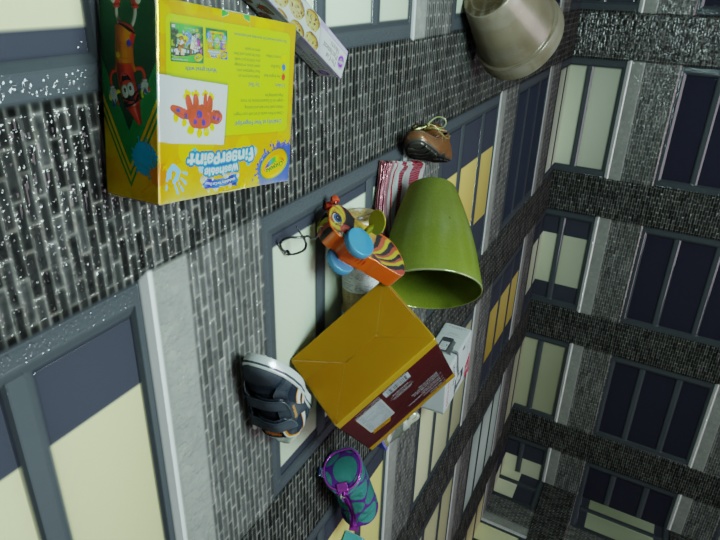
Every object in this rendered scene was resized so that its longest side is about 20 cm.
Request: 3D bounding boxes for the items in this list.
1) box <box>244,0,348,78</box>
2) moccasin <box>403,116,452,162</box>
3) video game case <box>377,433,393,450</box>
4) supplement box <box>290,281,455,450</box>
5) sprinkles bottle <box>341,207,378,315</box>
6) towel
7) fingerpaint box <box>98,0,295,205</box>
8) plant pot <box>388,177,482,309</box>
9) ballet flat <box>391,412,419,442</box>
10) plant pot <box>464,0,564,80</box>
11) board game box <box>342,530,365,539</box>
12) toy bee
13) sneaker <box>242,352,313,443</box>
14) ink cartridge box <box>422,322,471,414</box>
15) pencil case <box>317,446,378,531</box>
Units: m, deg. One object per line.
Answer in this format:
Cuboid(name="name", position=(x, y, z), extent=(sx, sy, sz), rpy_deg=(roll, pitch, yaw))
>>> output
Cuboid(name="box", position=(-0.074, -0.295, 0.722), extent=(0.199, 0.038, 0.042), rpy_deg=(24, 83, -66))
Cuboid(name="moccasin", position=(0.135, -0.254, 1.161), extent=(0.200, 0.072, 0.079), rpy_deg=(-11, 102, -60))
Cuboid(name="video game case", position=(0.053, 0.262, 1.288), extent=(0.183, 0.045, 0.201), rpy_deg=(-64, 153, -28))
Cuboid(name="supplement box", position=(0.029, 0.160, 0.984), extent=(0.197, 0.133, 0.200), rpy_deg=(-40, 149, -3))
Cuboid(name="sprinkles bottle", position=(0.000, 0.000, 1.006), extent=(0.068, 0.067, 0.203), rpy_deg=(-42, 139, -51))
Cuboid(name="towel", position=(0.078, -0.136, 1.149), extent=(0.199, 0.022, 0.147), rpy_deg=(-20, 117, -62))
Cuboid(name="fingerpaint box", position=(-0.150, -0.165, 0.588), extent=(0.199, 0.072, 0.170), rpy_deg=(-28, 127, -58))
Cuboid(name="plant pot", position=(0.126, -0.058, 1.087), extent=(0.187, 0.183, 0.204), rpy_deg=(51, 39, -60))
Cuboid(name="ballet flat", position=(0.121, 0.323, 1.447), extent=(0.203, 0.063, 0.068), rpy_deg=(-67, 154, -18))
Cuboid(name="plant pot", position=(0.308, -0.540, 1.278), extent=(0.172, 0.198, 0.204), rpy_deg=(23, 82, -48))
Cuboid(name="board game box", position=(-0.034, 0.697, 1.332), extent=(0.202, 0.046, 0.152), rpy_deg=(-65, 153, -24))
Cuboid(name="toy bee", position=(-0.017, -0.058, 0.890), extent=(0.199, 0.129, 0.110), rpy_deg=(38, 40, -46))
Cuboid(name="sneaker", position=(-0.117, 0.185, 0.839), extent=(0.201, 0.077, 0.081), rpy_deg=(67, 38, -56))
Cuboid(name="ink cartridge box", position=(0.226, 0.262, 1.616), extent=(0.200, 0.082, 0.148), rpy_deg=(-46, 142, -48))
Cuboid(name="pencil case", position=(-0.019, 0.429, 1.175), extent=(0.202, 0.083, 0.094), rpy_deg=(74, 22, -47))
